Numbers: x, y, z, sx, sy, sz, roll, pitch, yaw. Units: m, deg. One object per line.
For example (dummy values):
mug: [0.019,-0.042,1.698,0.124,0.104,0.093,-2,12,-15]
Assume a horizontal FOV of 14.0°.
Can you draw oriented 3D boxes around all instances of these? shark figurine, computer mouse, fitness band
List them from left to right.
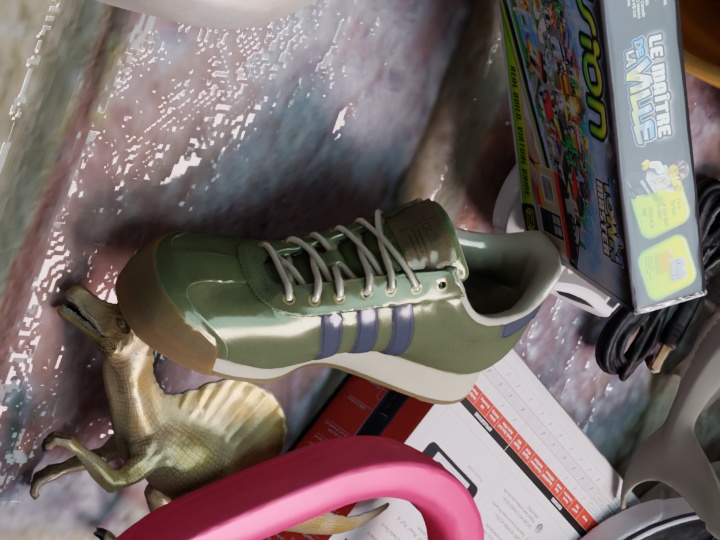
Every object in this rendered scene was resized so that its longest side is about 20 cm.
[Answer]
fitness band: [-0.035,0.147,1.211,0.200,0.037,0.144,-21,120,-26]
computer mouse: [0.111,-0.020,1.359,0.110,0.044,0.200,-57,146,1]
shark figurine: [0.206,0.047,1.436,0.214,0.089,0.129,-30,132,-59]

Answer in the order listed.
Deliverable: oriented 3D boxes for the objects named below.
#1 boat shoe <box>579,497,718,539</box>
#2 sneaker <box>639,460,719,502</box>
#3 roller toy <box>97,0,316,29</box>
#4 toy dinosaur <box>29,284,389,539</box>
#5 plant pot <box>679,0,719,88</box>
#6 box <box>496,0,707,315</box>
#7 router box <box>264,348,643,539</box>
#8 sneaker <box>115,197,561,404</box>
boat shoe: [0.187,0.155,1.433,0.199,0.068,0.072,-2,113,-30]
sneaker: [0.214,0.144,1.553,0.200,0.075,0.105,-30,140,-26]
roller toy: [-0.071,-0.182,0.971,0.182,0.140,0.200,-41,132,-30]
toy dinosaur: [-0.066,0.089,1.203,0.101,0.058,0.200,-42,128,7]
plant pot: [0.214,-0.161,1.269,0.201,0.200,0.183,-62,157,6]
box: [0.093,-0.094,1.193,0.035,0.110,0.201,-15,112,-17]
router box: [0.031,0.130,1.367,0.180,0.049,0.200,-51,141,-8]
sneaker: [0.000,0.000,1.197,0.200,0.067,0.090,12,136,-43]
